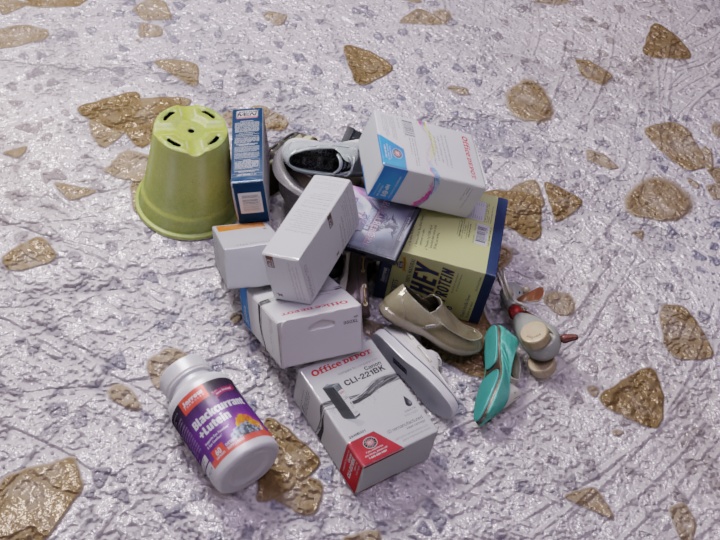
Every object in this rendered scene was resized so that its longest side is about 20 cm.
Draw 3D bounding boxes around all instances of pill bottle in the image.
[{"bbox_3d":[-0.220,0.225,1.503,0.111,0.112,0.200,-25,58,-29],"label":"pill bottle"}]

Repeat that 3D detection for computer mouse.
[{"bbox_3d":[-0.070,-0.053,1.840,0.058,0.034,0.201,1,42,-13],"label":"computer mouse"}]

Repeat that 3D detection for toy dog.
[{"bbox_3d":[0.313,0.085,1.742,0.096,0.132,0.201,-18,61,2],"label":"toy dog"}]

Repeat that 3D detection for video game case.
[{"bbox_3d":[-0.010,-0.089,1.719,0.198,0.019,0.143,16,49,13],"label":"video game case"}]

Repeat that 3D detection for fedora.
[{"bbox_3d":[-0.077,-0.155,1.858,0.199,0.091,0.177,29,43,8],"label":"fedora"}]

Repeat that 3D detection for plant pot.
[{"bbox_3d":[-0.309,-0.190,1.803,0.198,0.185,0.202,5,48,-6],"label":"plant pot"}]

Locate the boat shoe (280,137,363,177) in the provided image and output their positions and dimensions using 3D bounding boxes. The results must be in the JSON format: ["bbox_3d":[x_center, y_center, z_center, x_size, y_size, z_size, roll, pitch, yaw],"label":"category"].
[{"bbox_3d":[-0.042,-0.194,1.784,0.199,0.071,0.072,3,27,-12],"label":"boat shoe"}]

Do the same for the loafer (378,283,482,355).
[{"bbox_3d":[0.129,0.083,1.694,0.199,0.069,0.076,23,19,-18],"label":"loafer"}]

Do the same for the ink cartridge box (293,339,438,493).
[{"bbox_3d":[0.004,0.225,1.568,0.143,0.084,0.200,-20,55,-27],"label":"ink cartridge box"}]

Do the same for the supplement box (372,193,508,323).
[{"bbox_3d":[0.145,-0.042,1.798,0.198,0.135,0.201,15,48,2],"label":"supplement box"}]

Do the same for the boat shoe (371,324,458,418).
[{"bbox_3d":[0.103,0.161,1.659,0.065,0.072,0.200,-29,52,-26],"label":"boat shoe"}]

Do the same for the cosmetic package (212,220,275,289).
[{"bbox_3d":[-0.191,-0.029,1.690,0.100,0.072,0.200,-8,15,-13],"label":"cosmetic package"}]

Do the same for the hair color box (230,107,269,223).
[{"bbox_3d":[-0.197,-0.191,1.795,0.060,0.100,0.201,-4,47,-1],"label":"hair color box"}]

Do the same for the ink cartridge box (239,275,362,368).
[{"bbox_3d":[-0.099,0.071,1.629,0.143,0.085,0.200,-11,23,-20],"label":"ink cartridge box"}]

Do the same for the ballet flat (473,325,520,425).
[{"bbox_3d":[0.238,0.181,1.672,0.070,0.067,0.201,26,49,-13],"label":"ballet flat"}]

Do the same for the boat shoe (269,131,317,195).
[{"bbox_3d":[-0.165,-0.206,1.930,0.066,0.072,0.201,27,51,29],"label":"boat shoe"}]

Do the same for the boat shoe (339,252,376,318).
[{"bbox_3d":[0.000,0.000,1.771,0.059,0.072,0.201,5,52,6],"label":"boat shoe"}]

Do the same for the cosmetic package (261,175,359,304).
[{"bbox_3d":[-0.076,-0.052,1.598,0.073,0.102,0.201,9,48,22],"label":"cosmetic package"}]

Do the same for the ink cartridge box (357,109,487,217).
[{"bbox_3d":[0.107,-0.185,1.743,0.198,0.085,0.145,10,45,-20],"label":"ink cartridge box"}]

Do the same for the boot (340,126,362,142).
[{"bbox_3d":[0.048,-0.201,1.974,0.198,0.066,0.166,19,50,0],"label":"boot"}]
